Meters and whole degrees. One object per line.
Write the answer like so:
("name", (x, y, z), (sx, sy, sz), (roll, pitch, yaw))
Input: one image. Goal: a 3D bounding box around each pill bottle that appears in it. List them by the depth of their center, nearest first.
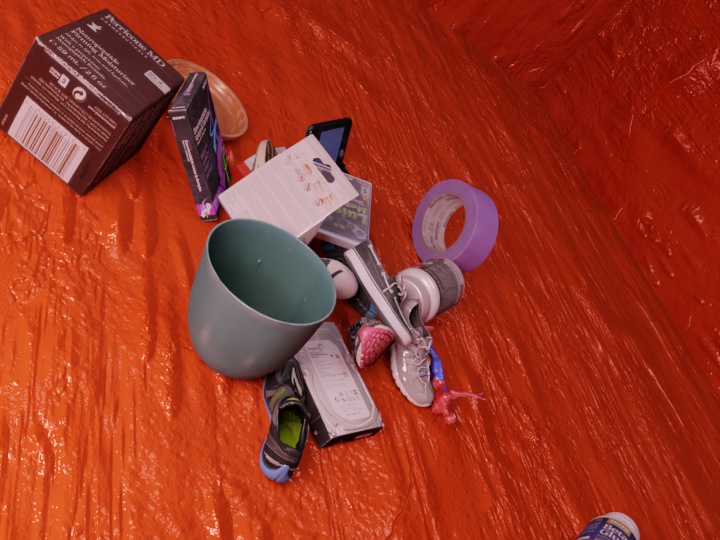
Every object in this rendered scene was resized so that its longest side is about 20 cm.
("pill bottle", (0.456, 0.526, 1.342), (0.198, 0.111, 0.112), (-10, 61, -56))
("pill bottle", (0.127, 0.045, 1.474), (0.115, 0.114, 0.199), (53, 30, 11))

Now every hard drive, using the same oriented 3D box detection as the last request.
("hard drive", (-0.053, 0.177, 1.163), (0.138, 0.038, 0.203), (5, 50, -51))

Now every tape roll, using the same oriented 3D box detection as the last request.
("tape roll", (0.217, -0.101, 1.676), (0.084, 0.200, 0.203), (15, 42, -40))

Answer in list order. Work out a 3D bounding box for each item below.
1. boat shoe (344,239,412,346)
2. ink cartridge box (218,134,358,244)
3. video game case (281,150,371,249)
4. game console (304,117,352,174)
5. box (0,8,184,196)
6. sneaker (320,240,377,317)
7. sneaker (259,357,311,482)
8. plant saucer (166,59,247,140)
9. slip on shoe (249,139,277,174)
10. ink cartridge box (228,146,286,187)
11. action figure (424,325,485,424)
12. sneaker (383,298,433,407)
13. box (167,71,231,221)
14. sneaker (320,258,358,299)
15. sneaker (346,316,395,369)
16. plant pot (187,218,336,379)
("boat shoe", (0.047, 0.036, 1.285), (0.202, 0.067, 0.074), (58, -7, 20))
("ink cartridge box", (-0.119, -0.115, 1.216), (0.161, 0.198, 0.048), (52, -8, 26))
("video game case", (-0.072, -0.135, 1.399), (0.196, 0.023, 0.185), (19, 47, -16))
("game console", (-0.044, -0.224, 1.572), (0.116, 0.174, 0.199), (25, 25, 17))
("box", (-0.401, -0.256, 1.086), (0.165, 0.164, 0.201), (39, 31, -12))
("sneaker", (0.000, 0.000, 1.402), (0.081, 0.073, 0.203), (5, 51, -51))
("sneaker", (-0.099, 0.200, 1.027), (0.070, 0.083, 0.202), (26, 35, -22))
("plant saucer", (-0.312, -0.328, 1.416), (0.198, 0.037, 0.203), (32, 34, -24))
("slip on shoe", (-0.188, -0.154, 1.318), (0.076, 0.059, 0.205), (56, 28, -55))
("ink cartridge box", (-0.165, -0.161, 1.400), (0.163, 0.050, 0.199), (52, 27, 8))
("action figure", (0.167, 0.205, 1.378), (0.097, 0.066, 0.203), (10, 44, -23))
("sneaker", (0.099, 0.148, 1.326), (0.074, 0.081, 0.205), (-4, 74, -54))
("box", (-0.265, -0.209, 1.214), (0.145, 0.035, 0.204), (-86, 169, -52))
("sneaker", (-0.087, 0.037, 1.241), (0.197, 0.079, 0.132), (28, 36, -31))
("sneaker", (0.009, 0.116, 1.234), (0.075, 0.081, 0.200), (45, -5, 9))
("plant pot", (-0.156, 0.055, 1.029), (0.197, 0.162, 0.203), (24, 34, -17))
